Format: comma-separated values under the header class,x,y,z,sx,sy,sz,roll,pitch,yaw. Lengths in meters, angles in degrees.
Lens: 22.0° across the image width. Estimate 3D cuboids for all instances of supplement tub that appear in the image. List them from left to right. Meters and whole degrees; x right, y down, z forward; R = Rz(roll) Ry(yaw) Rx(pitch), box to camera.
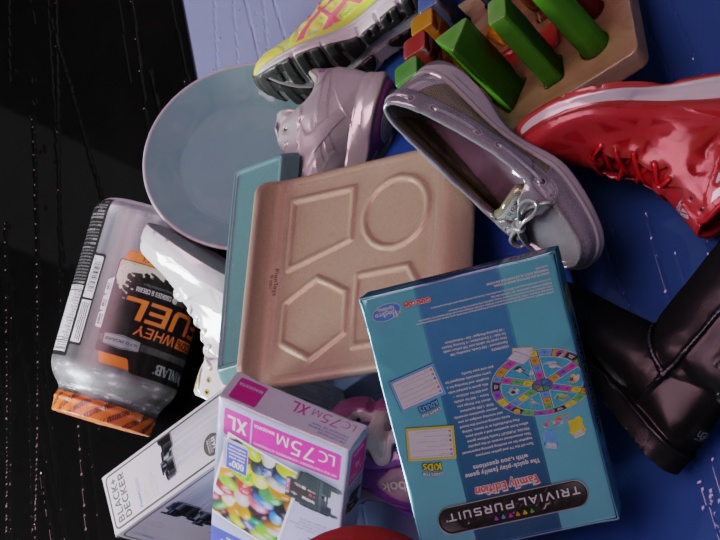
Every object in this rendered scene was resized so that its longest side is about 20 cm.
class,x,y,z,sx,sy,sz,roll,pitch,yaw
supplement tub,-0.212,0.044,1.712,0.122,0.122,0.202,9,81,40

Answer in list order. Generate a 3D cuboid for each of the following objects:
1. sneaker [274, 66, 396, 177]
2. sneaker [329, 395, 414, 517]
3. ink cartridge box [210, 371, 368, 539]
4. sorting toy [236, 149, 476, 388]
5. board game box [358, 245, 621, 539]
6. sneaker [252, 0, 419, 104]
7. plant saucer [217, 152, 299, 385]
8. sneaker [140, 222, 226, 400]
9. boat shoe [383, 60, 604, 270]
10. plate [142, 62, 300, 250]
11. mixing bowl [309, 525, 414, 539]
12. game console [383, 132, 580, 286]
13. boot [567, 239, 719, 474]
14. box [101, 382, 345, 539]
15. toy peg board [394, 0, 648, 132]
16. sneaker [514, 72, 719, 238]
class,x,y,z,sx,sy,sz,roll,pitch,yaw
sneaker,-0.037,-0.086,1.625,0.099,0.075,0.202,15,73,16
sneaker,0.066,0.157,1.484,0.198,0.081,0.089,3,120,21
ink cartridge box,-0.061,0.186,1.495,0.118,0.042,0.201,21,132,18
sorting toy,0.000,0.000,1.486,0.198,0.036,0.187,-9,63,27
board game box,0.097,0.098,1.372,0.149,0.047,0.202,-13,94,11
sneaker,-0.012,-0.225,1.680,0.199,0.078,0.091,-28,55,12
plant saucer,-0.088,-0.005,1.563,0.069,0.019,0.202,-17,59,36
sneaker,-0.133,0.053,1.634,0.199,0.074,0.116,35,101,8
boat shoe,0.102,-0.072,1.424,0.202,0.065,0.074,48,141,3
plate,-0.100,-0.100,1.691,0.198,0.026,0.202,-2,62,4
mixing bowl,0.001,0.272,1.435,0.199,0.200,0.109,-36,24,23
game console,0.103,-0.045,1.558,0.198,0.118,0.173,-10,99,37
boot,0.236,0.035,1.387,0.163,0.073,0.199,-49,58,17
box,-0.112,0.165,1.592,0.199,0.116,0.061,-37,54,24
toy peg board,0.117,-0.210,1.513,0.199,0.098,0.200,-30,38,27
sneaker,0.218,-0.080,1.414,0.198,0.078,0.117,-11,70,16
